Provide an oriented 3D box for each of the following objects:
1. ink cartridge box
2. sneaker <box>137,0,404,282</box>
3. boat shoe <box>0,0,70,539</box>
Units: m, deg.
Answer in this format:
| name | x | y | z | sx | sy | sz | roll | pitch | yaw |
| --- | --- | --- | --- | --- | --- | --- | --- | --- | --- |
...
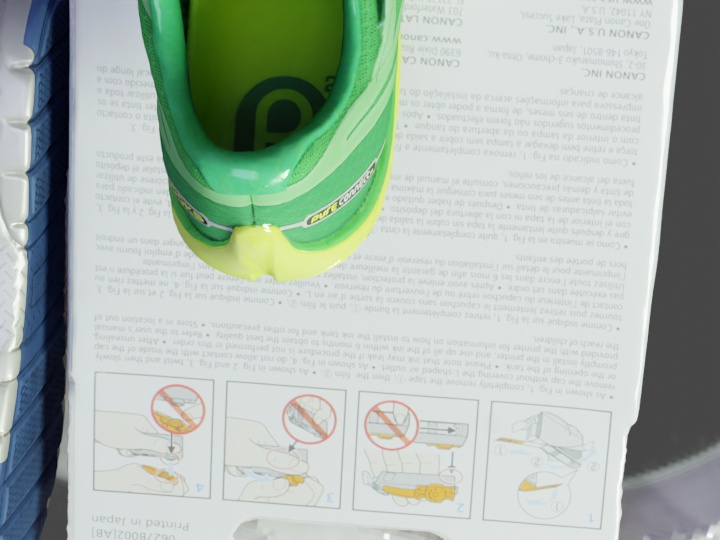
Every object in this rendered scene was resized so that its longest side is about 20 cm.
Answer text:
| name | x | y | z | sx | sy | sz | roll | pitch | yaw |
| --- | --- | --- | --- | --- | --- | --- | --- | --- | --- |
| ink cartridge box | 0.000 | 0.000 | 0.775 | 0.160 | 0.050 | 0.200 | 4 | 116 | 3 |
| sneaker | -0.016 | -0.100 | 0.678 | 0.074 | 0.084 | 0.201 | -2 | 77 | 2 |
| boat shoe | -0.122 | 0.013 | 0.783 | 0.072 | 0.072 | 0.201 | 8 | 105 | 7 |
